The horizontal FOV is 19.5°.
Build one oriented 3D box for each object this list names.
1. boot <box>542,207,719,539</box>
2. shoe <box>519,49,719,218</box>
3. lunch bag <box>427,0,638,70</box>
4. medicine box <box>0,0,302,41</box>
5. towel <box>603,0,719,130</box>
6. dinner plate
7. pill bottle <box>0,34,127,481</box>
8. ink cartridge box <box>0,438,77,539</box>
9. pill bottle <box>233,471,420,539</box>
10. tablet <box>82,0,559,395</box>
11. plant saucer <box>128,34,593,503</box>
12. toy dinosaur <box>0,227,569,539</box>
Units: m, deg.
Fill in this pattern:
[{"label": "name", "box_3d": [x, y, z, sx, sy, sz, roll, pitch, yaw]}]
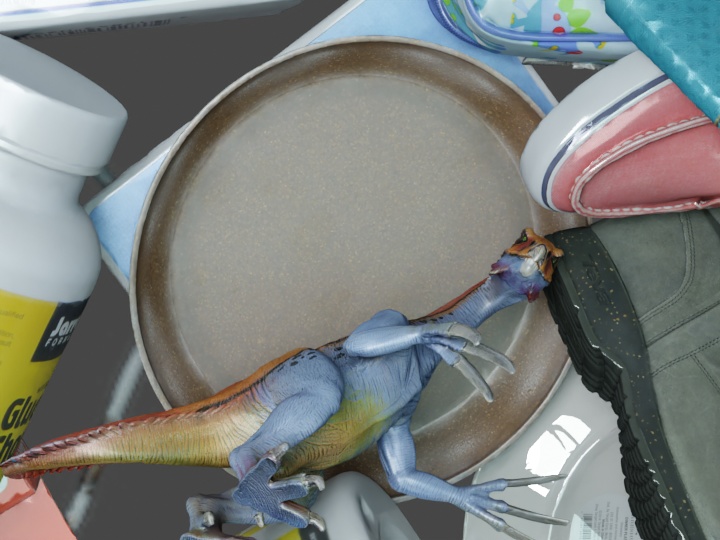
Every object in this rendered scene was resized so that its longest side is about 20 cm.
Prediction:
[{"label": "boot", "box_3d": [0.163, 0.049, 0.838, 0.130, 0.068, 0.201, -18, 72, -6]}, {"label": "shoe", "box_3d": [0.168, -0.046, 0.819, 0.199, 0.072, 0.091, -18, 55, -16]}, {"label": "lunch bag", "box_3d": [0.110, -0.184, 0.863, 0.159, 0.082, 0.202, 0, 91, -8]}, {"label": "medicine box", "box_3d": [-0.122, -0.195, 0.831, 0.181, 0.103, 0.202, -7, 96, -6]}, {"label": "towel", "box_3d": [0.204, -0.075, 0.791, 0.146, 0.022, 0.200, -36, 74, -18]}, {"label": "dinner plate", "box_3d": [0.145, 0.122, 0.931, 0.198, 0.024, 0.202, 0, 95, -6]}, {"label": "pill bottle", "box_3d": [-0.164, 0.014, 0.778, 0.111, 0.112, 0.201, 26, 101, -8]}, {"label": "ink cartridge box", "box_3d": [-0.197, 0.088, 0.875, 0.109, 0.050, 0.201, -31, 97, -3]}, {"label": "pill bottle", "box_3d": [-0.059, 0.178, 0.858, 0.199, 0.114, 0.115, -31, 98, 9]}, {"label": "tablet", "box_3d": [-0.008, -0.033, 0.904, 0.200, 0.014, 0.130, -38, 98, -3]}, {"label": "plant saucer", "box_3d": [0.000, 0.000, 0.878, 0.199, 0.032, 0.202, -3, 104, -14]}, {"label": "toy dinosaur", "box_3d": [-0.002, 0.034, 0.793, 0.199, 0.182, 0.105, 25, 132, 7]}]
